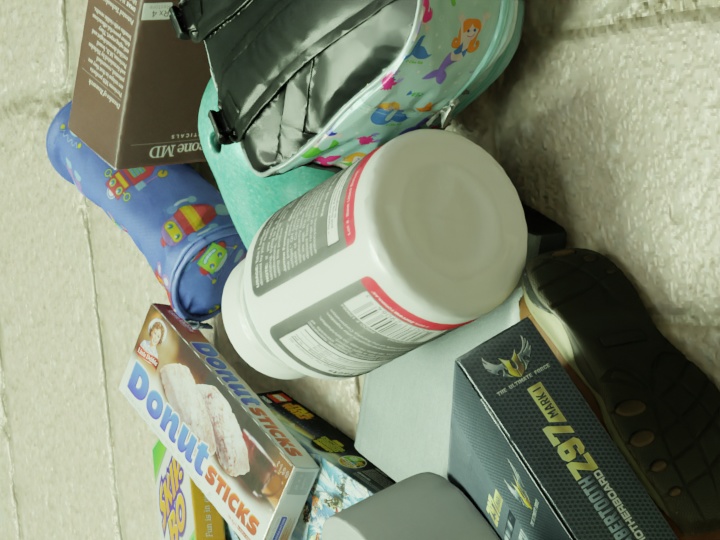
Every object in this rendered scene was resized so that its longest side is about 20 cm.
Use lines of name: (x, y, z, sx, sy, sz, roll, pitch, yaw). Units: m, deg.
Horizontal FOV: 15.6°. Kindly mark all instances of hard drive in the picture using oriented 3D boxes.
hard drive: (0.058, 0.044, 1.575, 0.139, 0.033, 0.201, 34, 123, 48)

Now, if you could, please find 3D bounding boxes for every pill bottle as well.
pill bottle: (0.000, 0.000, 1.523, 0.200, 0.110, 0.112, -28, 73, 54)

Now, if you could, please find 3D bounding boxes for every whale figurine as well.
whale figurine: (-0.050, -0.051, 1.652, 0.159, 0.103, 0.202, 29, 121, 49)

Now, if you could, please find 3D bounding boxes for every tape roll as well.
tape roll: (0.053, 0.219, 1.521, 0.201, 0.066, 0.201, 55, 162, 29)

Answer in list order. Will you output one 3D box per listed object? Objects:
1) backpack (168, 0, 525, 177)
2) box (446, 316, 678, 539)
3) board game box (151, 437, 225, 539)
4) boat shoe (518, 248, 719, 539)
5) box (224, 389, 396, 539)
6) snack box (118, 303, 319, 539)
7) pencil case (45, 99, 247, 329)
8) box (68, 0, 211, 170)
backpack: (0.005, -0.162, 1.507, 0.200, 0.150, 0.179, -45, 58, 47)
box: (0.107, 0.132, 1.410, 0.158, 0.051, 0.200, 58, 168, 19)
board game box: (-0.116, 0.184, 1.815, 0.096, 0.030, 0.201, 127, 141, -61)
boat shoe: (0.144, 0.077, 1.431, 0.074, 0.075, 0.201, 109, 146, -41)
box: (-0.019, 0.179, 1.707, 0.200, 0.040, 0.138, 32, 121, 49)
snack box: (-0.096, 0.104, 1.745, 0.200, 0.024, 0.072, 45, 121, 44)
pencil case: (-0.139, -0.045, 1.807, 0.200, 0.078, 0.087, 47, 177, 40)
box: (-0.123, -0.173, 1.738, 0.075, 0.100, 0.201, 41, 129, 44)
